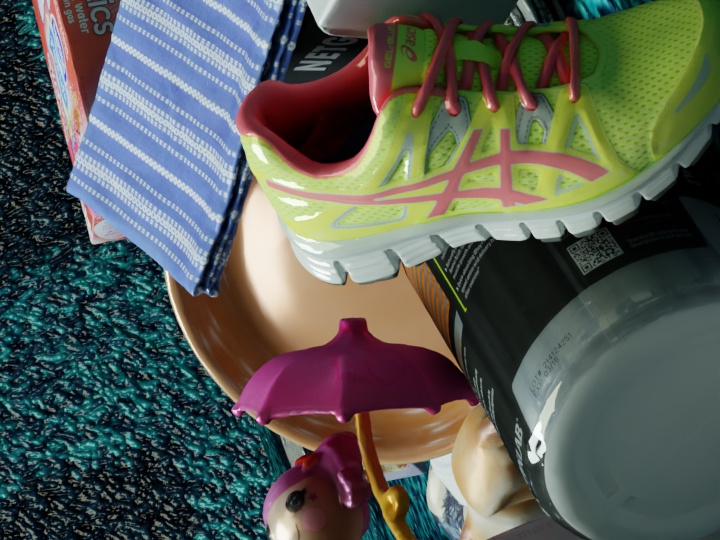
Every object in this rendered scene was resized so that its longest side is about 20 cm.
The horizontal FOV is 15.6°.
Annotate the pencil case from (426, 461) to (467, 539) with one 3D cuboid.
[{"bbox_3d":[0.097,0.147,1.430,0.200,0.077,0.090,-131,39,-68],"label":"pencil case"}]

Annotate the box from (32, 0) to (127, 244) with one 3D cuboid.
[{"bbox_3d":[-0.121,-0.128,1.426,0.100,0.095,0.201,101,155,-60],"label":"box"}]

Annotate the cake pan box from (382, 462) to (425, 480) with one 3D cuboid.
[{"bbox_3d":[-0.016,0.004,1.515,0.200,0.052,0.185,47,-142,-56],"label":"cake pan box"}]

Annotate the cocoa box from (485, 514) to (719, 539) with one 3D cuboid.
[{"bbox_3d":[0.126,0.183,1.132,0.200,0.133,0.132,92,156,-66],"label":"cocoa box"}]

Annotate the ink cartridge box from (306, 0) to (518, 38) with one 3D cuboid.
[{"bbox_3d":[0.012,-0.207,0.991,0.146,0.083,0.201,-59,43,39],"label":"ink cartridge box"}]

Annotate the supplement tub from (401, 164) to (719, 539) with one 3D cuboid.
[{"bbox_3d":[0.088,0.003,1.020,0.200,0.122,0.123,-119,13,-49],"label":"supplement tub"}]

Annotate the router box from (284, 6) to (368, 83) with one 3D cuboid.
[{"bbox_3d":[-0.015,-0.185,1.282,0.200,0.051,0.150,148,119,-71],"label":"router box"}]

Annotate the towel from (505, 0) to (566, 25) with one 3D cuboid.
[{"bbox_3d":[0.085,-0.050,1.221,0.200,0.034,0.193,91,158,-66],"label":"towel"}]

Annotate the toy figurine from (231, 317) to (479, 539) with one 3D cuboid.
[{"bbox_3d":[0.005,0.117,1.029,0.200,0.149,0.185,-56,42,41],"label":"toy figurine"}]

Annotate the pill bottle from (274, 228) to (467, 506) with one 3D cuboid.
[{"bbox_3d":[0.029,0.023,1.382,0.200,0.112,0.112,53,177,-17],"label":"pill bottle"}]

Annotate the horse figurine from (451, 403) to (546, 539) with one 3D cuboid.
[{"bbox_3d":[0.087,0.095,1.193,0.200,0.132,0.050,84,166,-55],"label":"horse figurine"}]

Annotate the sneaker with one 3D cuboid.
[{"bbox_3d":[0.042,-0.059,0.945,0.090,0.199,0.078,49,-150,-38],"label":"sneaker"}]

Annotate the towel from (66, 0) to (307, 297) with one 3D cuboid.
[{"bbox_3d":[-0.084,-0.104,1.257,0.145,0.024,0.201,36,114,48],"label":"towel"}]

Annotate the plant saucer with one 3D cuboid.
[{"bbox_3d":[0.000,0.000,1.284,0.037,0.199,0.201,-52,-49,-57],"label":"plant saucer"}]
